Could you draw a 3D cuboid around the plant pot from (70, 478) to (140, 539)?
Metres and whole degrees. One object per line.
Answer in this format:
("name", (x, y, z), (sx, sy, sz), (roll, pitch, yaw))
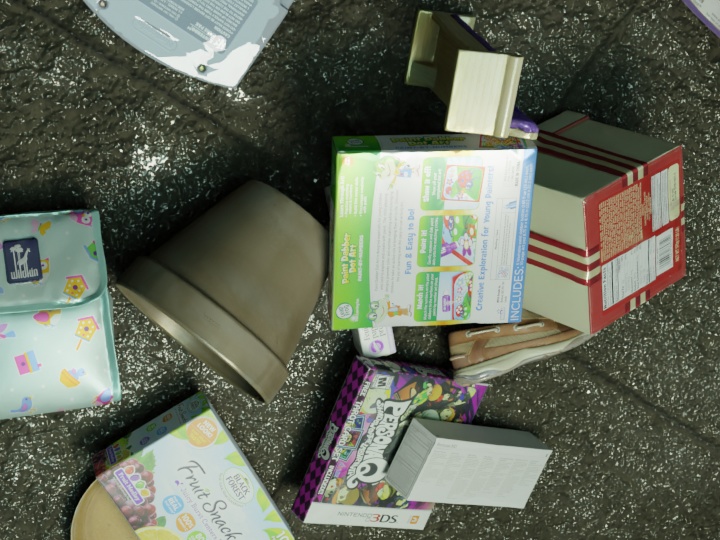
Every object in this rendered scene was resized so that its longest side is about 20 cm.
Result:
("plant pot", (-0.225, 0.283, 1.719), (0.200, 0.027, 0.200), (-6, 113, -15))

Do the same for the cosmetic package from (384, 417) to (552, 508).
("cosmetic package", (0.125, 0.221, 1.754), (0.200, 0.051, 0.083), (12, 110, -43))

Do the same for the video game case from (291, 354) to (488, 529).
("video game case", (0.034, 0.198, 1.734), (0.181, 0.036, 0.200), (11, 109, -39))

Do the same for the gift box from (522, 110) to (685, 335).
("gift box", (0.231, -0.055, 1.631), (0.200, 0.187, 0.185), (-24, 122, -37))

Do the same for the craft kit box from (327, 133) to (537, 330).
("craft kit box", (0.068, -0.037, 1.522), (0.197, 0.049, 0.200), (-3, 119, -10))

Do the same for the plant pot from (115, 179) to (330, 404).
("plant pot", (-0.120, 0.009, 1.561), (0.200, 0.200, 0.174), (42, 79, -27))

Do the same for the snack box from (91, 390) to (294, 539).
("snack box", (-0.180, 0.250, 1.674), (0.142, 0.053, 0.200), (-32, 117, -4))

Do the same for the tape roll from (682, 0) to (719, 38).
("tape roll", (0.403, -0.289, 1.579), (0.085, 0.200, 0.200), (-45, 117, 5))

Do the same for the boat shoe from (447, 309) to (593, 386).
("boat shoe", (0.187, 0.069, 1.731), (0.200, 0.076, 0.072), (-17, 83, -26))

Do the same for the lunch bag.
("lunch bag", (-0.332, 0.038, 1.533), (0.170, 0.122, 0.200), (-6, 105, -12))

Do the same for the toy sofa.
("toy sofa", (0.114, -0.198, 1.528), (0.097, 0.200, 0.083), (5, 110, -12))

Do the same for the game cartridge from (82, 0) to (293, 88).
("game cartridge", (-0.178, -0.270, 1.499), (0.200, 0.041, 0.133), (32, 96, -26))

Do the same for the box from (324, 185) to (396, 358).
("box", (0.000, 0.000, 1.664), (0.039, 0.041, 0.200), (-16, 115, -10))
